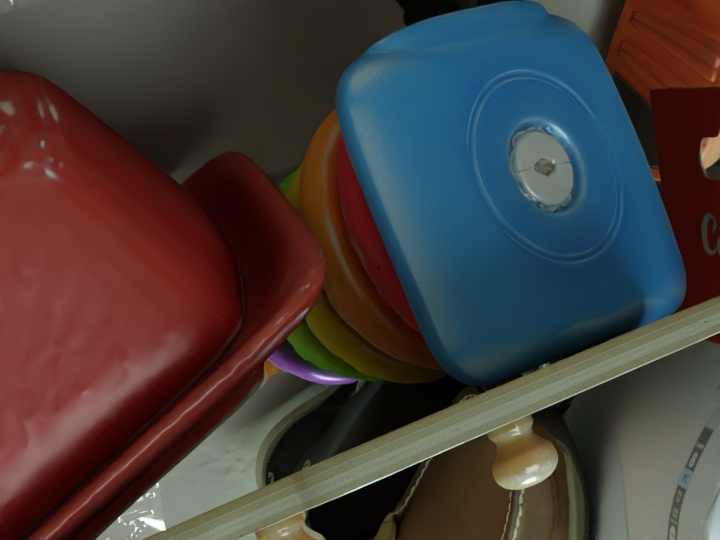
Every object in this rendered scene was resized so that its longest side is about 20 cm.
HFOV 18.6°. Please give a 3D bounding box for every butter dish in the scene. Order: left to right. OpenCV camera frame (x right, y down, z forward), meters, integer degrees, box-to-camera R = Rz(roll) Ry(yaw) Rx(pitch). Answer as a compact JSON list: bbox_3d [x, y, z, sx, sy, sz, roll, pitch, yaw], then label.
[{"bbox_3d":[-0.130,0.007,0.656,0.199,0.200,0.148,-43,108,1],"label":"butter dish"}]

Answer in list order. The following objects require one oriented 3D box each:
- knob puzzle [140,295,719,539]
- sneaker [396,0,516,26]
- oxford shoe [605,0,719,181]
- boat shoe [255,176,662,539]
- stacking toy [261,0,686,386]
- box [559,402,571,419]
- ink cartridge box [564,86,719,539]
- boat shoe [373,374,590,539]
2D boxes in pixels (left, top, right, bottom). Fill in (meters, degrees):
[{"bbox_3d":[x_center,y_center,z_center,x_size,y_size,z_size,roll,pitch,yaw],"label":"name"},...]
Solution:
[{"bbox_3d":[0.019,0.059,0.638,0.218,0.220,0.031,-22,84,-16],"label":"knob puzzle"},{"bbox_3d":[0.056,-0.153,0.706,0.079,0.075,0.202,-11,125,-26],"label":"sneaker"},{"bbox_3d":[0.148,-0.128,0.790,0.073,0.071,0.201,-12,134,-43],"label":"oxford shoe"},{"bbox_3d":[0.049,0.036,0.819,0.200,0.068,0.072,-40,98,-2],"label":"boat shoe"},{"bbox_3d":[0.000,0.000,0.735,0.115,0.111,0.200,-17,172,-40],"label":"stacking toy"},{"bbox_3d":[0.136,0.126,0.912,0.199,0.107,0.149,32,101,-39],"label":"box"},{"bbox_3d":[0.104,0.042,0.722,0.047,0.160,0.202,-3,95,-10],"label":"ink cartridge box"},{"bbox_3d":[0.024,0.132,0.780,0.073,0.076,0.202,-6,122,-32],"label":"boat shoe"}]
